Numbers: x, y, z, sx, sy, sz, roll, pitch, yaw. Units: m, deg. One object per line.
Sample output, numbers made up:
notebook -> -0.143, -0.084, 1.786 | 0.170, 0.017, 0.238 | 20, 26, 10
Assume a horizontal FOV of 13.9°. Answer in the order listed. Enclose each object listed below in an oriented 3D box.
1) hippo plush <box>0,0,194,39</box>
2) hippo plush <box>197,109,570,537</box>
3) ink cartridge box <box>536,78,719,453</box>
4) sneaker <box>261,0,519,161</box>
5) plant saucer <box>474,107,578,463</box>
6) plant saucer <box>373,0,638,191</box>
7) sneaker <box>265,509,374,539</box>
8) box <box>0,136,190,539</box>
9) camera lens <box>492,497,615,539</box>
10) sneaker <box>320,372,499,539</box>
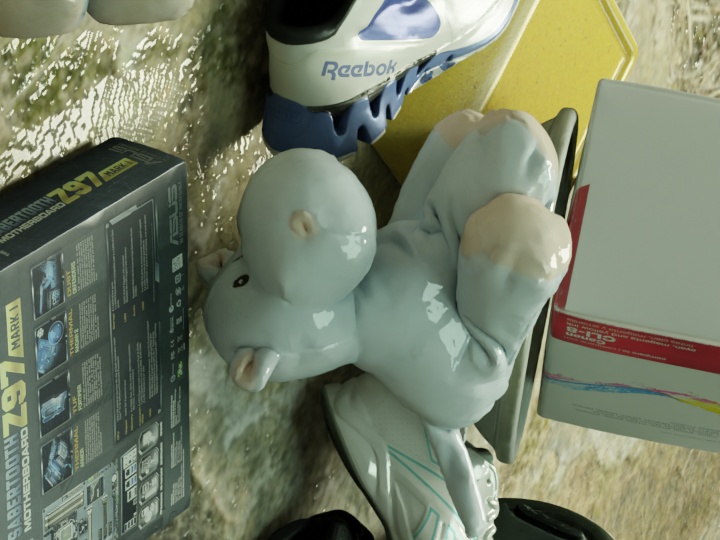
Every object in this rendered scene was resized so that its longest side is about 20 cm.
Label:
hippo plush -> -0.126, -0.186, 1.198 | 0.199, 0.159, 0.162 | -14, 107, -35
hippo plush -> 0.000, 0.000, 1.482 | 0.160, 0.160, 0.201 | -103, -155, -54
ink cartridge box -> 0.185, 0.004, 1.692 | 0.200, 0.144, 0.146 | 89, 12, -70
sneaker -> 0.014, -0.155, 1.531 | 0.199, 0.080, 0.116 | -48, 144, -34
plant saucer -> 0.081, 0.005, 1.643 | 0.200, 0.050, 0.201 | 11, 90, -84
plant saucer -> 0.097, -0.111, 1.728 | 0.201, 0.048, 0.200 | -63, 148, -17
sneaker -> -0.050, 0.224, 1.643 | 0.201, 0.073, 0.112 | -66, 148, -28
box -> -0.145, 0.057, 1.403 | 0.158, 0.051, 0.201 | -36, 135, -48
camera lens -> 0.088, 0.252, 1.790 | 0.160, 0.159, 0.201 | -38, 136, -45
sneaker -> 0.049, 0.143, 1.655 | 0.080, 0.070, 0.201 | -23, 92, -7
